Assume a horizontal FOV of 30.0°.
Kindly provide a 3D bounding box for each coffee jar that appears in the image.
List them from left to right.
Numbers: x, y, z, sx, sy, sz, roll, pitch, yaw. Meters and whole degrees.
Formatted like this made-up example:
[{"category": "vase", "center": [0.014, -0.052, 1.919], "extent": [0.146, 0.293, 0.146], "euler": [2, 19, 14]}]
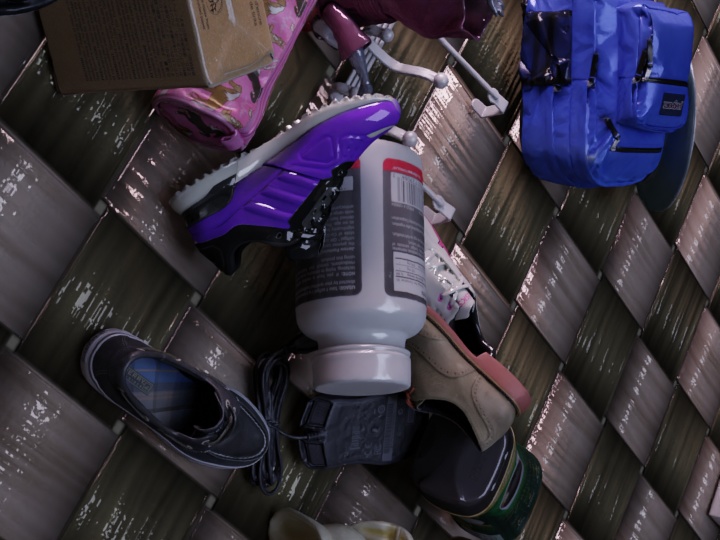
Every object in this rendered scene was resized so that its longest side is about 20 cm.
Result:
[{"category": "coffee jar", "center": [0.115, 0.197, 1.307], "extent": [0.105, 0.085, 0.200], "euler": [-66, 156, -13]}]

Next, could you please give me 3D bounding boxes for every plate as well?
[{"category": "plate", "center": [0.327, -0.166, 1.503], "extent": [0.025, 0.200, 0.202], "euler": [1, 95, -8]}]

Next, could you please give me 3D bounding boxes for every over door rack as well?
[{"category": "over door rack", "center": [0.068, -0.160, 1.260], "extent": [0.200, 0.066, 0.148], "euler": [47, 61, -40]}]

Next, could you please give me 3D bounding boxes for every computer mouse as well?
[{"category": "computer mouse", "center": [-0.023, 0.115, 1.220], "extent": [0.199, 0.046, 0.142], "euler": [-9, 105, -35]}]

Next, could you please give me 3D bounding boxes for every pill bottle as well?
[{"category": "pill bottle", "center": [0.000, 0.000, 1.139], "extent": [0.110, 0.110, 0.202], "euler": [15, 70, -48]}]

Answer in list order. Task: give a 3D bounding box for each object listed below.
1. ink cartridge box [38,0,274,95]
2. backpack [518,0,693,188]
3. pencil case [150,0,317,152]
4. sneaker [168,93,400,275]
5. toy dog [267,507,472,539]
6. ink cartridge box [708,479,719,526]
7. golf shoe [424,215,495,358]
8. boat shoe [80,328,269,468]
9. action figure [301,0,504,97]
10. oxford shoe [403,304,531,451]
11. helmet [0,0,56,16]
[{"category": "ink cartridge box", "center": [-0.159, -0.230, 0.937], "extent": [0.075, 0.164, 0.202], "euler": [-30, 117, -44]}, {"category": "backpack", "center": [0.252, -0.185, 1.403], "extent": [0.162, 0.167, 0.202], "euler": [-2, 101, -42]}, {"category": "pencil case", "center": [-0.090, -0.191, 1.074], "extent": [0.083, 0.086, 0.201], "euler": [37, 69, -33]}, {"category": "sneaker", "center": [-0.045, -0.062, 1.072], "extent": [0.100, 0.199, 0.070], "euler": [62, 7, 2]}, {"category": "toy dog", "center": [0.033, 0.286, 1.199], "extent": [0.199, 0.193, 0.141], "euler": [12, 73, -41]}, {"category": "ink cartridge box", "center": [0.583, 0.272, 1.834], "extent": [0.083, 0.146, 0.201], "euler": [43, 64, -43]}, {"category": "golf shoe", "center": [0.072, 0.009, 1.277], "extent": [0.073, 0.092, 0.201], "euler": [-46, 125, -32]}, {"category": "boat shoe", "center": [-0.133, 0.109, 1.069], "extent": [0.200, 0.066, 0.070], "euler": [44, 74, -39]}, {"category": "action figure", "center": [0.018, -0.230, 1.110], "extent": [0.149, 0.199, 0.135], "euler": [48, 46, -39]}, {"category": "oxford shoe", "center": [0.055, 0.082, 1.211], "extent": [0.075, 0.199, 0.071], "euler": [-49, 163, -17]}, {"category": "helmet", "center": [-0.253, -0.264, 0.811], "extent": [0.200, 0.190, 0.201], "euler": [-42, 158, -22]}]
